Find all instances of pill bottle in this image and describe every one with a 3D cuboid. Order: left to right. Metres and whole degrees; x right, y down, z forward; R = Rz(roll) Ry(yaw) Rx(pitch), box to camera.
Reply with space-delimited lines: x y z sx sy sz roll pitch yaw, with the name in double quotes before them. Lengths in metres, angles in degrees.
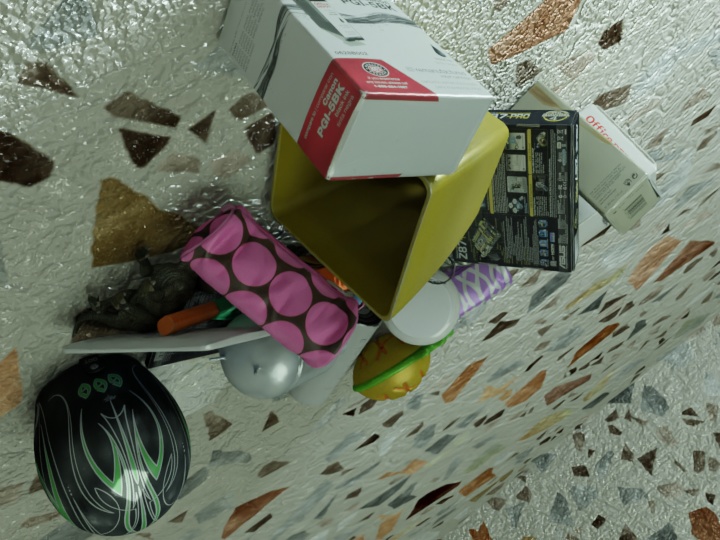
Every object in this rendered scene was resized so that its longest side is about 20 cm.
"pill bottle" 0.085 0.047 1.102 0.112 0.112 0.200 -37 177 4

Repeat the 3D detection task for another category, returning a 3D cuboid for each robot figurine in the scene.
"robot figurine" -0.102 0.096 0.992 0.169 0.114 0.200 -3 -171 31

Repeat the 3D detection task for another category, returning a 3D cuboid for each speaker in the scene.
"speaker" -0.044 0.120 1.179 0.081 0.081 0.200 -6 141 -41

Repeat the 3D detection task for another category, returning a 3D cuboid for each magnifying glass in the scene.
"magnifying glass" -0.162 0.044 0.909 0.079 0.022 0.200 -35 171 28

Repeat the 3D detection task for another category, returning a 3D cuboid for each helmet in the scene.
"helmet" -0.301 0.221 0.947 0.199 0.191 0.200 -25 149 -16

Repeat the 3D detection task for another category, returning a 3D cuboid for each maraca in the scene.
"maraca" 0.069 0.152 1.302 0.200 0.107 0.137 -32 -178 26

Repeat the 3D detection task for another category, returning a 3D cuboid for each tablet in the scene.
"tablet" -0.212 0.076 0.856 0.199 0.014 0.130 -4 -179 25

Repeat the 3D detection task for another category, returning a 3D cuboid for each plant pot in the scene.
"plant pot" 0.040 -0.106 0.826 0.176 0.200 0.200 -31 152 -34

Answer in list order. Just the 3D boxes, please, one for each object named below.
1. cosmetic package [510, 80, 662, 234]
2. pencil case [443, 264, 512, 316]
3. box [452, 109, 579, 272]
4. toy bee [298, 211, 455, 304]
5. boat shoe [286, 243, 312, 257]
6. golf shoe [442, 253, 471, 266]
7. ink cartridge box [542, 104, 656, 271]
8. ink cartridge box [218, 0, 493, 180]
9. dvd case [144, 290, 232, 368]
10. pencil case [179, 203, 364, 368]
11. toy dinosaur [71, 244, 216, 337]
"cosmetic package" 0.285 -0.147 0.999 0.071 0.200 0.105 -46 151 14
"pencil case" 0.150 0.032 1.245 0.200 0.084 0.086 -33 139 -3
"box" 0.186 -0.097 0.952 0.049 0.160 0.201 -57 143 -49
"toy bee" 0.000 0.000 0.938 0.199 0.109 0.132 13 109 -7
"boat shoe" -0.030 -0.012 1.038 0.200 0.057 0.067 3 106 -54
"golf shoe" 0.061 -0.039 1.060 0.199 0.079 0.097 15 165 -31
"ink cartridge box" 0.300 -0.119 1.111 0.200 0.147 0.083 -35 152 1
"ink cartridge box" -0.009 -0.172 0.658 0.146 0.200 0.083 -9 139 -39
"dvd case" -0.176 0.059 1.018 0.199 0.016 0.149 -10 142 -37
"pencil case" -0.093 0.012 0.837 0.094 0.200 0.091 -49 -166 7
"toy dinosaur" -0.233 0.035 0.862 0.200 0.077 0.102 -42 144 7
